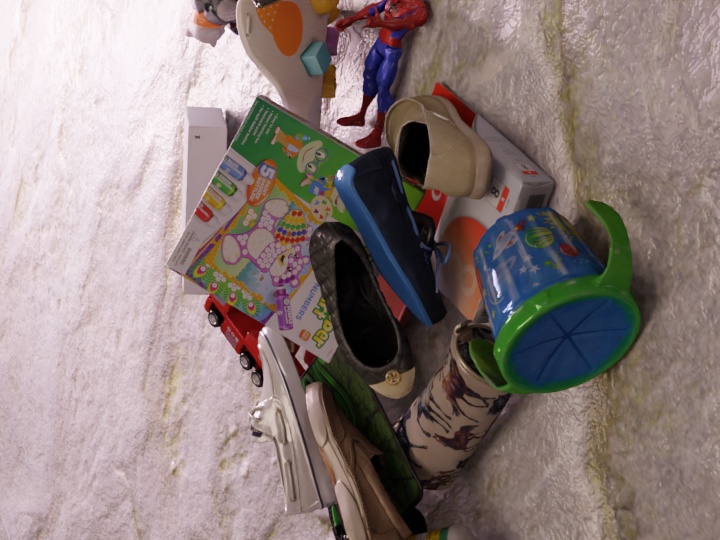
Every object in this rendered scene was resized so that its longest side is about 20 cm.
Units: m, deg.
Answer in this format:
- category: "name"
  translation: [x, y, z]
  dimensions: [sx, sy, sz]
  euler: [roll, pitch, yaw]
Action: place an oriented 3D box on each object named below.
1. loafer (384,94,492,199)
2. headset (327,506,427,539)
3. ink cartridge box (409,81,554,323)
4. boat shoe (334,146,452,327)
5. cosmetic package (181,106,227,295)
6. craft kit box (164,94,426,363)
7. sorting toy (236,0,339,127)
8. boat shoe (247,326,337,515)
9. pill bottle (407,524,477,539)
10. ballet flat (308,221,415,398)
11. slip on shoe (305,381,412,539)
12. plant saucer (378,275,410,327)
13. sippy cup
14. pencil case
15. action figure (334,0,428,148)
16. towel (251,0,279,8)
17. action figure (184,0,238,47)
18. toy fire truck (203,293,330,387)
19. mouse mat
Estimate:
- category: "loafer"
  translation: [0.062, -0.125, 1.602]
  dimensions: [0.200, 0.068, 0.076]
  euler: [-138, 56, -61]
- category: "headset"
  translation: [0.013, 0.299, 1.770]
  dimensions: [0.123, 0.093, 0.201]
  euler: [-42, 67, 49]
- category: "ink cartridge box"
  translation: [0.095, -0.071, 1.633]
  dimensions: [0.200, 0.050, 0.163]
  euler: [45, 129, 38]
- category: "boat shoe"
  translation: [0.048, -0.029, 1.576]
  dimensions: [0.084, 0.069, 0.201]
  euler: [38, 161, 47]
- category: "cosmetic package"
  translation: [-0.189, -0.086, 1.981]
  dimensions: [0.151, 0.051, 0.202]
  euler: [-109, 21, -74]
- category: "craft kit box"
  translation: [-0.066, -0.042, 1.666]
  dimensions: [0.201, 0.197, 0.049]
  euler: [-61, 1, 8]
- category: "sorting toy"
  translation: [-0.068, -0.196, 1.757]
  dimensions: [0.200, 0.106, 0.182]
  euler: [-100, 5, -87]
- category: "boat shoe"
  translation: [-0.085, 0.160, 1.739]
  dimensions: [0.071, 0.069, 0.201]
  euler: [143, 110, -84]
- category: "pill bottle"
  translation: [0.026, 0.332, 1.660]
  dimensions: [0.199, 0.113, 0.114]
  euler: [-17, 79, 13]
- category: "ballet flat"
  translation: [0.000, 0.044, 1.620]
  dimensions: [0.201, 0.066, 0.057]
  euler: [64, 178, -21]
- category: "slip on shoe"
  translation: [-0.004, 0.195, 1.665]
  dimensions: [0.076, 0.060, 0.201]
  euler: [67, -177, -52]
- category: "plant saucer"
  translation: [0.000, 0.000, 1.780]
  dimensions: [0.200, 0.036, 0.201]
  euler: [57, 141, 33]
- category: "sippy cup"
  translation: [0.166, 0.018, 1.488]
  dimensions: [0.140, 0.177, 0.131]
  euler: [56, -171, -51]
- category: "pencil case"
  translation: [0.090, 0.135, 1.637]
  dimensions: [0.089, 0.078, 0.201]
  euler: [38, 135, 10]
- category: "action figure"
  translation: [0.006, -0.222, 1.697]
  dimensions: [0.065, 0.098, 0.201]
  euler: [50, 131, 37]
- category: "towel"
  translation: [-0.076, -0.351, 1.715]
  dimensions: [0.200, 0.192, 0.035]
  euler: [45, 155, 38]
- category: "action figure"
  translation: [-0.165, -0.358, 1.914]
  dimensions: [0.200, 0.104, 0.195]
  euler: [33, 112, 45]
- category: "toy fire truck"
  translation: [-0.091, 0.065, 1.833]
  dimensions: [0.200, 0.049, 0.141]
  euler: [52, 141, 20]
- category: "mouse mat"
  translation: [-0.010, 0.182, 1.722]
  dimensions: [0.201, 0.007, 0.161]
  euler: [63, 143, 22]
